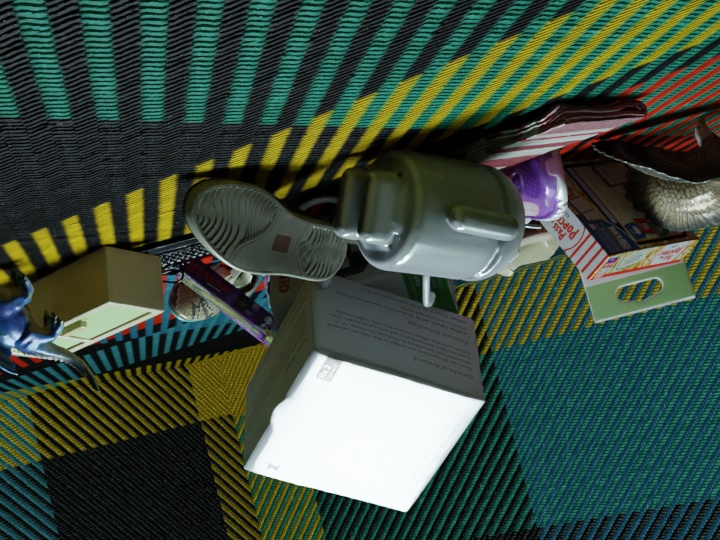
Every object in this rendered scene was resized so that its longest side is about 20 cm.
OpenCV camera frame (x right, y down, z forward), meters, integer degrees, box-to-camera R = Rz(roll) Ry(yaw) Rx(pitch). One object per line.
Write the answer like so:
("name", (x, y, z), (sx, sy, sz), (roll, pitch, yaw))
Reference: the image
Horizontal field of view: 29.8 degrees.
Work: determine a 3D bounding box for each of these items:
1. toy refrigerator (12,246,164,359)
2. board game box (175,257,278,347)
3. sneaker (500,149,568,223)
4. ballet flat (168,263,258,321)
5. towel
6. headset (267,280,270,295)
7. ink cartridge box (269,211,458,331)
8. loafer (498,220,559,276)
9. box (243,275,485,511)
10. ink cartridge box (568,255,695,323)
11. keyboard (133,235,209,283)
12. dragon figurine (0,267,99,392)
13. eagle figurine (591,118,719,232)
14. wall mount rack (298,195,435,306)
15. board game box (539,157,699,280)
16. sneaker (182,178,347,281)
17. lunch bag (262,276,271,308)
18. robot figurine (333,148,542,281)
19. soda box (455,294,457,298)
("toy refrigerator", (-0.306, 0.042, 1.473), (0.200, 0.070, 0.076), (-22, 157, 38))
("board game box", (-0.139, 0.052, 1.644), (0.032, 0.200, 0.120), (-53, -178, -14))
("sneaker", (0.166, -0.088, 1.509), (0.088, 0.081, 0.200), (-5, 174, -14))
("ballet flat", (-0.190, 0.019, 1.821), (0.075, 0.068, 0.200), (-39, 173, 17))
("towel", (0.164, -0.129, 1.338), (0.144, 0.023, 0.200), (-10, 174, -46))
("headset", (-0.028, -0.007, 1.678), (0.200, 0.094, 0.123), (-27, -172, -26))
("ink cartridge box", (0.000, 0.000, 1.529), (0.200, 0.083, 0.147), (-14, -141, 7))
("loafer", (0.159, -0.027, 1.638), (0.200, 0.068, 0.076), (-9, -143, -12))
("box", (0.000, 0.133, 1.462), (0.200, 0.131, 0.199), (18, 128, -17))
("ink cartridge box", (0.348, -0.040, 1.809), (0.145, 0.200, 0.048), (-14, 173, -3))
("keyboard", (-0.231, -0.003, 1.519), (0.200, 0.040, 0.104), (-14, 174, 4))
("dragon figurine", (-0.357, 0.067, 1.372), (0.099, 0.200, 0.059), (-42, -154, -17))
("eagle figurine", (0.384, -0.115, 1.537), (0.200, 0.152, 0.151), (-21, -166, 17))
("wall mount rack", (0.038, -0.042, 1.429), (0.200, 0.075, 0.174), (10, -138, 16))
("board game box", (0.302, -0.069, 1.645), (0.200, 0.152, 0.046), (-9, 144, -44))
("sneaker", (-0.112, -0.042, 1.236), (0.106, 0.075, 0.200), (23, 180, 39))
("lunch bag", (-0.032, 0.001, 1.908), (0.200, 0.077, 0.160), (-16, 174, 17))
("robot figurine", (0.074, -0.051, 1.276), (0.200, 0.113, 0.170), (7, -173, -35))
("soda box", (0.026, 0.019, 1.718), (0.064, 0.068, 0.200), (-45, -150, -26))
